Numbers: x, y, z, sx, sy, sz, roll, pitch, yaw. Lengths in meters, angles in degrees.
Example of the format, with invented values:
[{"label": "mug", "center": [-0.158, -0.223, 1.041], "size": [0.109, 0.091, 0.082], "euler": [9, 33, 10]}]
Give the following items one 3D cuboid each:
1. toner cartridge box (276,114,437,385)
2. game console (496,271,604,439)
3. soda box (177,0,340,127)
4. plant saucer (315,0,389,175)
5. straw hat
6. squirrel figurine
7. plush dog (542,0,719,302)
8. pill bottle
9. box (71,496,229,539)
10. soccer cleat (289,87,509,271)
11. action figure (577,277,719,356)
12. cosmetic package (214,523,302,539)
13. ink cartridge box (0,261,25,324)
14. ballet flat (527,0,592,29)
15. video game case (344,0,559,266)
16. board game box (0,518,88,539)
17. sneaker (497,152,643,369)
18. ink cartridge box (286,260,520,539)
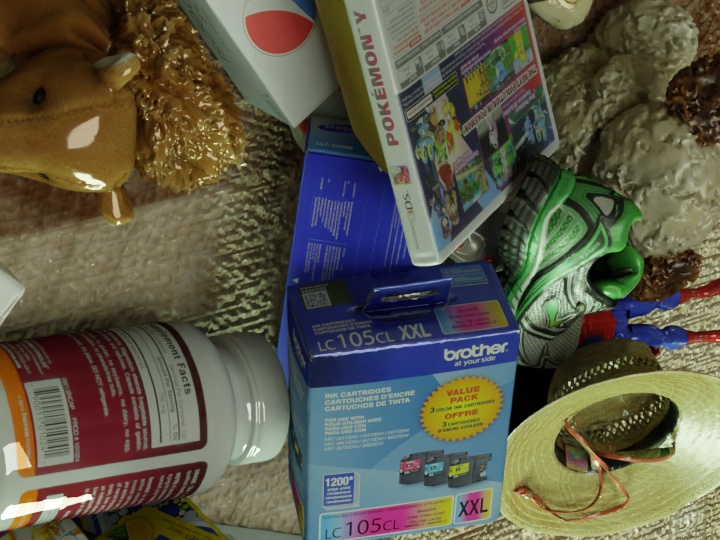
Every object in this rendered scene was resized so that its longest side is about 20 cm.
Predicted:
[{"label": "toner cartridge box", "center": [0.000, 0.000, 1.179], "size": [0.095, 0.043, 0.200], "euler": [8, 126, -4]}, {"label": "game console", "center": [0.087, 0.093, 1.350], "size": [0.200, 0.116, 0.176], "euler": [-10, 86, -30]}, {"label": "soda box", "center": [-0.078, -0.183, 1.083], "size": [0.068, 0.064, 0.200], "euler": [-43, 126, -11]}, {"label": "plant saucer", "center": [0.027, -0.174, 1.113], "size": [0.200, 0.048, 0.200], "euler": [-46, 126, -52]}, {"label": "straw hat", "center": [0.173, 0.097, 1.272], "size": [0.201, 0.085, 0.201], "euler": [-6, 141, -5]}, {"label": "squirrel figurine", "center": [-0.151, -0.103, 0.997], "size": [0.200, 0.187, 0.142], "euler": [-4, 113, -32]}, {"label": "plush dog", "center": [0.177, -0.075, 1.230], "size": [0.160, 0.172, 0.200], "euler": [-5, 112, -33]}, {"label": "pill bottle", "center": [-0.151, 0.092, 1.134], "size": [0.200, 0.113, 0.113], "euler": [-6, 114, -31]}, {"label": "box", "center": [-0.110, 0.196, 1.152], "size": [0.070, 0.200, 0.064], "euler": [-37, 127, -14]}, {"label": "soccer cleat", "center": [0.025, -0.067, 1.211], "size": [0.200, 0.078, 0.069], "euler": [38, 97, -19]}, {"label": "action figure", "center": [0.192, 0.036, 1.326], "size": [0.200, 0.052, 0.065], "euler": [-6, 88, -27]}, {"label": "cosmetic package", "center": [-0.065, 0.265, 1.308], "size": [0.200, 0.052, 0.151], "euler": [15, 100, -37]}, {"label": "ink cartridge box", "center": [-0.298, -0.006, 0.937], "size": [0.145, 0.200, 0.147], "euler": [-52, 129, -2]}, {"label": "ballet flat", "center": [0.121, -0.248, 1.187], "size": [0.066, 0.057, 0.200], "euler": [-25, 119, -21]}, {"label": "video game case", "center": [0.058, -0.124, 1.092], "size": [0.200, 0.023, 0.182], "euler": [-42, 123, -54]}, {"label": "board game box", "center": [-0.249, 0.239, 1.143], "size": [0.200, 0.103, 0.105], "euler": [-35, 126, -16]}, {"label": "sneaker", "center": [0.134, 0.011, 1.183], "size": [0.078, 0.085, 0.200], "euler": [-59, 164, -26]}, {"label": "ink cartridge box", "center": [0.024, 0.074, 1.155], "size": [0.136, 0.076, 0.200], "euler": [-7, 128, -11]}]
